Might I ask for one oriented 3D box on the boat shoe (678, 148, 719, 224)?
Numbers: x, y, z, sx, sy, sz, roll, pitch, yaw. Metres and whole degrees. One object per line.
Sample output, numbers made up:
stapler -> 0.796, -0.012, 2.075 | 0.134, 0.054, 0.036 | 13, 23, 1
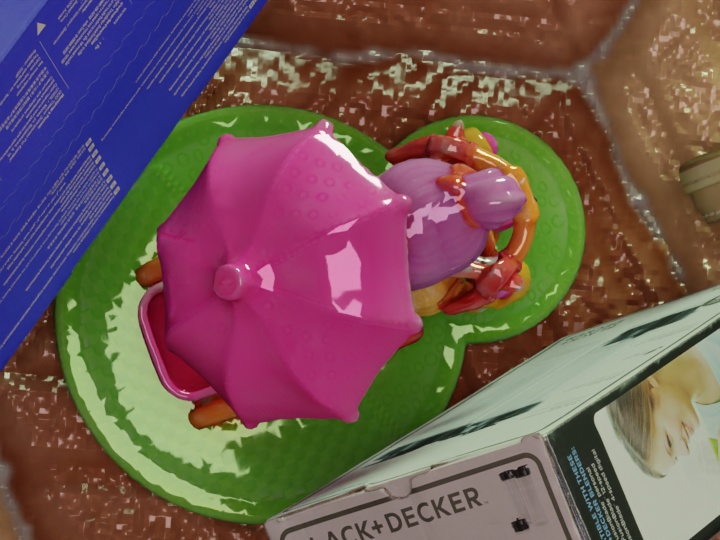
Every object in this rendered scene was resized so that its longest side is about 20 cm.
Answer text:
boat shoe -> 0.214, -0.026, 1.038 | 0.199, 0.071, 0.065 | -5, 89, -9

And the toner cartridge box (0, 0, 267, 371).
toner cartridge box -> -0.104, -0.060, 0.931 | 0.043, 0.095, 0.200 | 22, 66, 29

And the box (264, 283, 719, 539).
box -> 0.073, 0.063, 0.944 | 0.116, 0.200, 0.060 | -21, 93, 36

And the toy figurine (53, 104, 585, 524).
toy figurine -> 0.000, 0.000, 0.949 | 0.199, 0.184, 0.151 | -20, 89, -9
